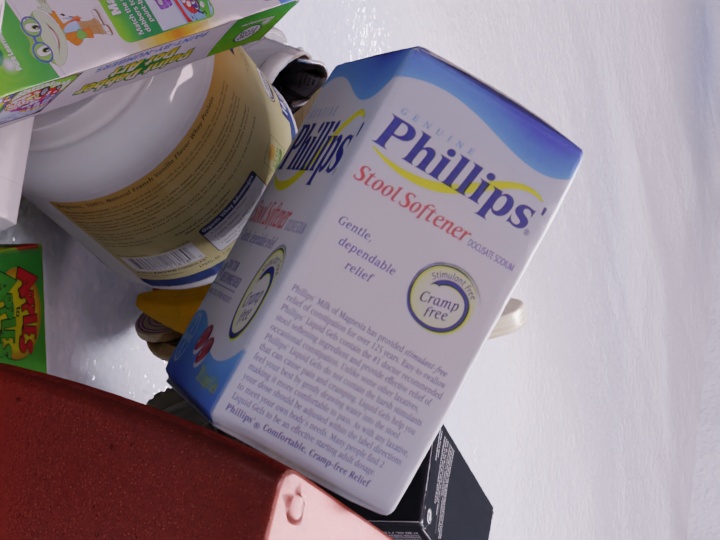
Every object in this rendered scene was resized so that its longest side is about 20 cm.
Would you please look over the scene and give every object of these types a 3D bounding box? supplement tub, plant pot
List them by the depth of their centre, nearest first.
[{"bbox_3d":[-0.089,0.172,0.870,0.200,0.175,0.201,42,56,-49],"label":"plant pot"},{"bbox_3d":[-0.128,-0.087,0.990,0.200,0.144,0.145,49,44,-61],"label":"supplement tub"}]

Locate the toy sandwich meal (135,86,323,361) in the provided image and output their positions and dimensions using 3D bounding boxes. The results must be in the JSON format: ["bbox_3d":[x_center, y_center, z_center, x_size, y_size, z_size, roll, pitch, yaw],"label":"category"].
[{"bbox_3d":[-0.063,-0.026,1.123,0.070,0.204,0.206,52,36,-25],"label":"toy sandwich meal"}]

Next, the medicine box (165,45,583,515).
[{"bbox_3d":[0.000,0.000,0.926,0.201,0.103,0.182,-62,-167,-3],"label":"medicine box"}]

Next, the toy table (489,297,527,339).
[{"bbox_3d":[0.019,0.043,1.370,0.117,0.183,0.201,-43,143,-43],"label":"toy table"}]

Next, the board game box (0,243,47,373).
[{"bbox_3d":[-0.200,0.090,0.920,0.102,0.047,0.201,-11,100,-70],"label":"board game box"}]

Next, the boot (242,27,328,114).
[{"bbox_3d":[-0.063,-0.127,1.242,0.200,0.095,0.074,-52,137,-60],"label":"boot"}]

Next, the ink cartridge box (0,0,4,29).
[{"bbox_3d":[-0.237,-0.079,0.645,0.199,0.084,0.146,16,76,-39],"label":"ink cartridge box"}]

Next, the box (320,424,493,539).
[{"bbox_3d":[-0.031,0.153,1.163,0.141,0.199,0.079,62,33,-52],"label":"box"}]

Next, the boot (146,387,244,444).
[{"bbox_3d":[-0.038,0.144,1.043,0.073,0.181,0.201,38,31,-51],"label":"boot"}]

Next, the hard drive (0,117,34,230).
[{"bbox_3d":[-0.208,-0.132,0.854,0.131,0.027,0.201,18,68,-33],"label":"hard drive"}]

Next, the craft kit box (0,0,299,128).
[{"bbox_3d":[-0.152,-0.176,0.844,0.197,0.048,0.201,-25,82,-46],"label":"craft kit box"}]
